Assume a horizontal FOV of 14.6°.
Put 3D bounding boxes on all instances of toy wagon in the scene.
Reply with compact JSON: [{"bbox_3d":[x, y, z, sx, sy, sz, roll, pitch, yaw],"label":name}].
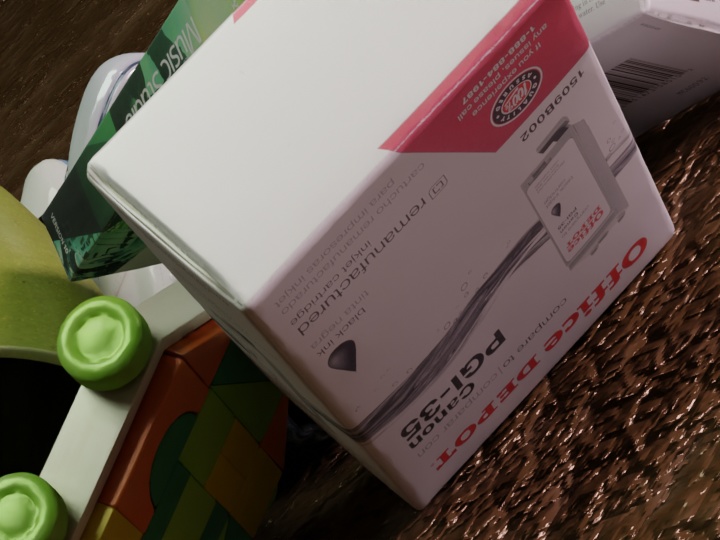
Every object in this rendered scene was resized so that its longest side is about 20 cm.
[{"bbox_3d":[-0.069,0.064,1.017,0.201,0.039,0.155,-66,-25,-16],"label":"toy wagon"}]

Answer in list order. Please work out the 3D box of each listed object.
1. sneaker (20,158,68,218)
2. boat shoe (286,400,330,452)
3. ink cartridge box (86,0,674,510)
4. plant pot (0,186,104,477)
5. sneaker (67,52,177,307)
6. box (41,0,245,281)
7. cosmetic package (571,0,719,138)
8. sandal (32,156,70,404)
[{"bbox_3d":[-0.157,0.035,1.346,0.072,0.072,0.201,128,145,-59],"label":"sneaker"},{"bbox_3d":[0.000,0.000,1.184,0.091,0.071,0.201,-19,36,58],"label":"boat shoe"},{"bbox_3d":[0.016,-0.024,0.947,0.147,0.083,0.200,-47,-28,-5],"label":"ink cartridge box"},{"bbox_3d":[-0.170,0.047,1.166,0.187,0.187,0.200,-41,35,16],"label":"plant pot"},{"bbox_3d":[-0.079,0.003,1.234,0.073,0.201,0.071,-6,1,-41],"label":"sneaker"},{"bbox_3d":[-0.020,-0.068,1.035,0.144,0.036,0.200,-14,-22,-32],"label":"box"},{"bbox_3d":[0.095,-0.166,1.112,0.107,0.085,0.201,-27,61,50],"label":"cosmetic package"},{"bbox_3d":[-0.135,0.026,1.280,0.075,0.048,0.201,53,-141,-68],"label":"sandal"}]
